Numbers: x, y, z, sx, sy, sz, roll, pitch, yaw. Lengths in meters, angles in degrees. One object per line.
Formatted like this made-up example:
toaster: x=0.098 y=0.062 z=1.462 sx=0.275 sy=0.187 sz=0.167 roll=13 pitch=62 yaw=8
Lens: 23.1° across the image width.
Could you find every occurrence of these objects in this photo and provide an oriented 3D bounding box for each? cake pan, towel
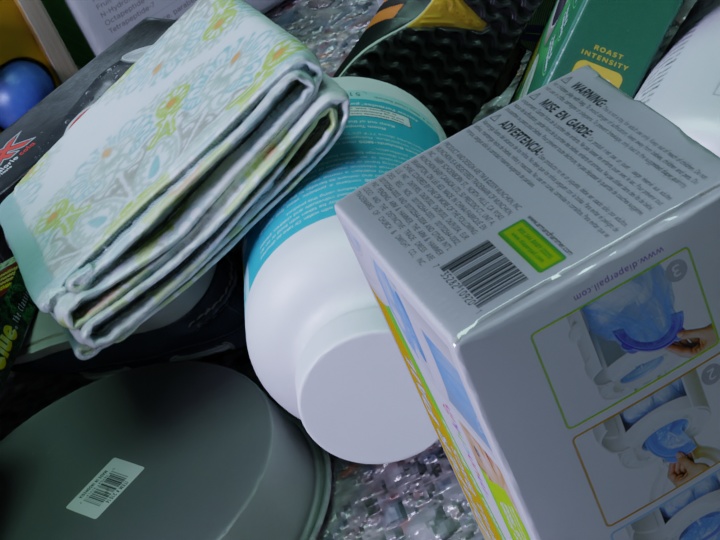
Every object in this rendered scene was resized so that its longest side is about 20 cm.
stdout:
cake pan: x=-0.111 y=0.112 z=0.798 sx=0.199 sy=0.037 sz=0.201 roll=-18 pitch=33 yaw=12
towel: x=-0.095 y=-0.052 z=0.850 sx=0.171 sy=0.048 sz=0.200 roll=-43 pitch=26 yaw=0

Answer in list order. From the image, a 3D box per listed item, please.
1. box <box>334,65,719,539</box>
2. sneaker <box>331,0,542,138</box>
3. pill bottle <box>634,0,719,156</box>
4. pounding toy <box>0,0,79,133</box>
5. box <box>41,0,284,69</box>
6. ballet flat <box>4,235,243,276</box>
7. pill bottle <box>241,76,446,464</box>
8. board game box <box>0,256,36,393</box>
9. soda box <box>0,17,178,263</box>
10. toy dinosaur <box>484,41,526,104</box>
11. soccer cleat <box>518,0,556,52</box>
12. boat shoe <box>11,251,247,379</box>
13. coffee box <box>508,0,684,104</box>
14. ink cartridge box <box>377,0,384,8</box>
box: x=0.086 y=0.053 z=0.591 sx=0.101 sy=0.201 sz=0.113 roll=-29 pitch=30 yaw=-7
sneaker: x=0.043 y=-0.130 z=0.919 sx=0.200 sy=0.070 sz=0.090 roll=-54 pitch=14 yaw=16
pill bottle: x=0.167 y=-0.047 z=0.762 sx=0.113 sy=0.114 sz=0.200 roll=2 pitch=41 yaw=37
pounding toy: x=-0.285 y=-0.126 z=1.111 sx=0.184 sy=0.201 sz=0.142 roll=-42 pitch=36 yaw=-24
box: x=-0.161 y=-0.257 z=1.240 sx=0.200 sy=0.172 sz=0.199 roll=-36 pitch=33 yaw=-16
ballet flat: x=-0.113 y=-0.021 z=0.954 sx=0.199 sy=0.070 sz=0.071 roll=-5 pitch=-7 yaw=32
pill bottle: x=0.000 y=0.000 z=0.813 sx=0.110 sy=0.111 sz=0.200 roll=-21 pitch=31 yaw=8
board game box: x=-0.252 y=0.066 z=0.924 sx=0.199 sy=0.023 sz=0.105 roll=-26 pitch=35 yaw=29
soda box: x=-0.167 y=-0.075 z=1.085 sx=0.071 sy=0.064 sz=0.200 roll=14 pitch=49 yaw=46
toy dinosaur: x=0.005 y=-0.069 z=0.978 sx=0.199 sy=0.048 sz=0.088 roll=-17 pitch=29 yaw=22
soccer cleat: x=0.124 y=-0.169 z=0.987 sx=0.083 sy=0.065 sz=0.200 roll=-1 pitch=26 yaw=9
boat shoe: x=-0.126 y=0.025 z=0.906 sx=0.199 sy=0.062 sz=0.075 roll=-17 pitch=44 yaw=41
coffee box: x=0.113 y=-0.111 z=0.830 sx=0.044 sy=0.201 sz=0.123 roll=22 pitch=37 yaw=-2
ink cartridge box: x=0.045 y=-0.235 z=1.091 sx=0.083 sy=0.146 sz=0.200 roll=-15 pitch=33 yaw=12
